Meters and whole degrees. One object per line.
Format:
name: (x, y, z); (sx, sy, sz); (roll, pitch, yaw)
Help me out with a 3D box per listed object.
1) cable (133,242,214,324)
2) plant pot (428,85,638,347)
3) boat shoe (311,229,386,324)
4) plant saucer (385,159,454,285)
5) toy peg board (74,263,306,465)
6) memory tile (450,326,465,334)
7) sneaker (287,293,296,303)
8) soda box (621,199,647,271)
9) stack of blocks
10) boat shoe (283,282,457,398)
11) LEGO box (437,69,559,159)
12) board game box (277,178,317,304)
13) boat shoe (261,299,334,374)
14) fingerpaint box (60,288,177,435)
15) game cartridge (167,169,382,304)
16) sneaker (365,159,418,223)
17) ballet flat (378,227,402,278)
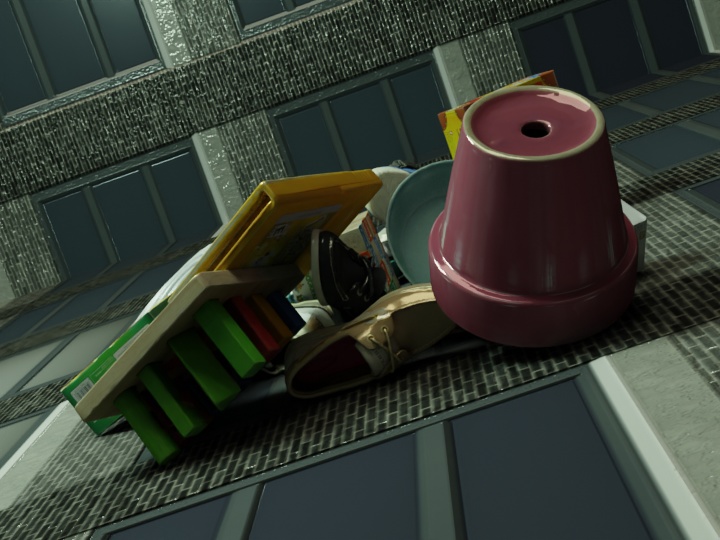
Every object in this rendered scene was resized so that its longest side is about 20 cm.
cable: (-0.226, 0.047, 1.834); (0.200, 0.069, 0.200); (-50, 14, 3)
plant pot: (0.158, -0.061, 1.270); (0.198, 0.180, 0.201); (-3, 37, 2)
boat shoe: (-0.004, 0.015, 1.427); (0.066, 0.075, 0.200); (-3, -30, 12)
plant saucer: (0.119, -0.026, 1.469); (0.199, 0.201, 0.036); (-24, -23, -27)
toy peg board: (-0.144, 0.100, 1.384); (0.200, 0.098, 0.199); (-45, -16, 20)
memory tile: (0.057, 0.060, 1.540); (0.152, 0.017, 0.200); (-20, 8, -3)
sneaker: (-0.102, 0.054, 1.797); (0.199, 0.078, 0.086); (-23, 18, 27)
soda box: (0.195, -0.006, 1.398); (0.199, 0.069, 0.064); (-24, 42, -23)
stack of blocks: (0.000, 0.000, 1.667); (0.058, 0.116, 0.200); (-22, 5, 6)
boat shoe: (0.013, 0.078, 1.368); (0.199, 0.074, 0.069); (-26, 23, 17)
LEGO box: (0.209, -0.141, 1.821); (0.148, 0.201, 0.077); (-24, 9, -21)
board game box: (-0.075, -0.010, 1.669); (0.034, 0.127, 0.200); (-21, 33, -1)
boat shoe: (-0.101, 0.078, 1.581); (0.068, 0.075, 0.199); (-33, 9, -40)
fingerpaint box: (-0.225, 0.084, 1.589); (0.200, 0.073, 0.167); (-38, 2, 38)
game cartridge: (-0.082, -0.028, 1.406); (0.176, 0.032, 0.199); (-49, -19, 28)
sneaker: (0.046, -0.103, 1.817); (0.199, 0.077, 0.111); (9, 15, -46)
ballet flat: (0.063, -0.031, 1.885); (0.199, 0.074, 0.073); (-20, 9, -13)
